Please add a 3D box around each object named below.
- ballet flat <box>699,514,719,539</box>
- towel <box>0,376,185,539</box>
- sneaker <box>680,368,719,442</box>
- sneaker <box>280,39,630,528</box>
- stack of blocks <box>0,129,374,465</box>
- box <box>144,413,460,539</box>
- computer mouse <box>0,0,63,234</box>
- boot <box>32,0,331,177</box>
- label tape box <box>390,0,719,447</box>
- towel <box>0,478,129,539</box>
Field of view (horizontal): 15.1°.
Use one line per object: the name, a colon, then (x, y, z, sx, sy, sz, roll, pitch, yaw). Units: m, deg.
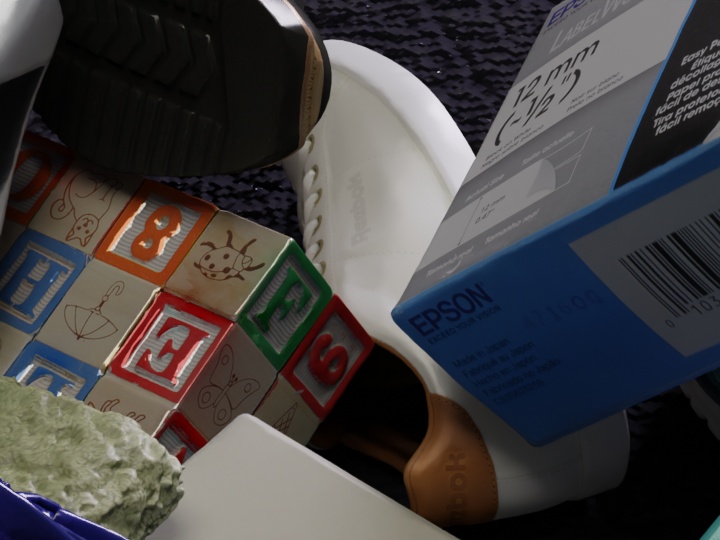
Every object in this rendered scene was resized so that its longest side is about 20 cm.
ballet flat: (0.119, 0.045, 0.592, 0.069, 0.069, 0.200, 23, 60, 28)
towel: (-0.156, 0.067, 0.681, 0.200, 0.037, 0.148, 12, 41, 31)
sneaker: (0.153, 0.043, 0.759, 0.077, 0.080, 0.200, -27, 47, -23)
sneaker: (0.000, 0.000, 0.829, 0.085, 0.073, 0.200, -18, 44, -17)
stack of blocks: (-0.111, 0.021, 0.799, 0.200, 0.059, 0.115, 23, 71, 37)
box: (0.022, 0.128, 0.669, 0.200, 0.095, 0.078, 27, 52, 33)
computer mouse: (-0.118, -0.063, 0.750, 0.110, 0.044, 0.200, 14, 85, 45)
boot: (-0.044, -0.079, 0.824, 0.138, 0.078, 0.200, -3, 20, -43)
label tape box: (0.105, -0.060, 0.751, 0.143, 0.066, 0.200, -30, 27, 47)
towel: (-0.088, 0.152, 0.580, 0.200, 0.148, 0.050, -53, 16, -4)
